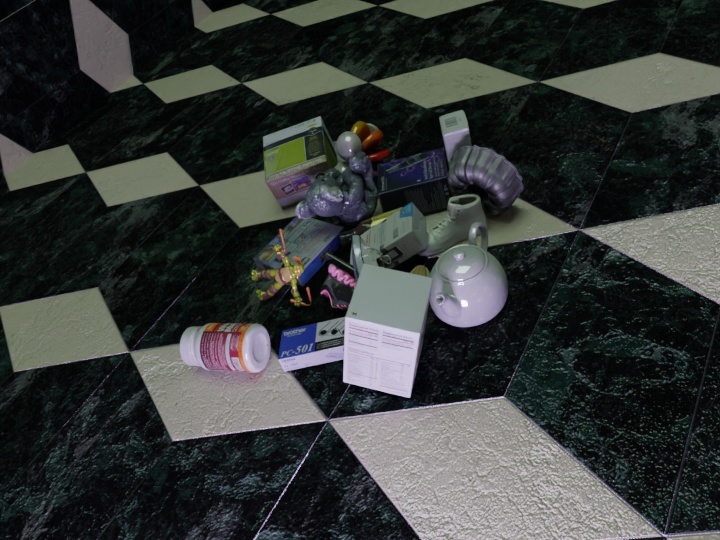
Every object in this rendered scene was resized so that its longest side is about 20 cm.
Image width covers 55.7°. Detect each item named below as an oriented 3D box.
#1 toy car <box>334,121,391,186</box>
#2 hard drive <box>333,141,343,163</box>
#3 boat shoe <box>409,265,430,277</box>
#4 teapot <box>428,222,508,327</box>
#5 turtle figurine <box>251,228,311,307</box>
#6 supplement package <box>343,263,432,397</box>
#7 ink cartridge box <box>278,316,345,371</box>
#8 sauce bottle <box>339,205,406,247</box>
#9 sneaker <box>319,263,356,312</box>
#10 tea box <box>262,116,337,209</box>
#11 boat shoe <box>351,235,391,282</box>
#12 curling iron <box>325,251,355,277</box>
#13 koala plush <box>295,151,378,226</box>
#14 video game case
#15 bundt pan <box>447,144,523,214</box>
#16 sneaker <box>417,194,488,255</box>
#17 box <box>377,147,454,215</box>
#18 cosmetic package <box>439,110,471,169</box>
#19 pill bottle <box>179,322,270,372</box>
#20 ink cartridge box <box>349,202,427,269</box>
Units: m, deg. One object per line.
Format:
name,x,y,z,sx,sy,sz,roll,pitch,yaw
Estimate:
toy car,0.018,-0.316,1.954,0.148,0.204,0.175,23,34,22
hard drive,-0.052,-0.363,2.151,0.195,0.038,0.141,-4,41,22
boat shoe,0.103,0.052,1.550,0.071,0.076,0.202,-36,22,43
teapot,0.231,0.011,1.499,0.194,0.148,0.201,-23,38,-3
turtle figurine,-0.199,0.005,1.716,0.159,0.204,0.064,-19,8,31
supplement package,0.054,0.123,1.380,0.147,0.203,0.154,11,45,9
ink cartridge box,-0.086,0.164,1.552,0.195,0.045,0.095,-14,38,11
sauce bottle,0.042,-0.110,1.795,0.196,0.067,0.067,-20,38,6
sneaker,-0.028,0.068,1.629,0.096,0.079,0.199,-55,47,2
tea box,-0.178,-0.323,2.048,0.195,0.134,0.200,-16,52,11
boat shoe,0.029,-0.015,1.588,0.084,0.076,0.204,-4,36,-8
curling iron,0.000,0.000,1.662,0.197,0.025,0.051,24,95,20
koala plush,-0.066,-0.195,1.803,0.175,0.188,0.198,-21,-3,42
video game case,-0.161,-0.059,1.844,0.179,0.046,0.200,19,54,37
bundt pan,0.301,-0.213,1.693,0.199,0.203,0.077,15,64,37
sneaker,0.213,-0.121,1.685,0.196,0.117,0.074,-24,40,-1
box,0.149,-0.230,1.848,0.195,0.106,0.150,-13,40,10
cosmetic package,0.263,-0.304,1.803,0.072,0.203,0.103,-13,39,10
pill bottle,-0.317,0.179,1.591,0.195,0.111,0.111,-1,42,24
ink cartridge box,0.069,-0.066,1.697,0.198,0.068,0.117,-31,32,27
